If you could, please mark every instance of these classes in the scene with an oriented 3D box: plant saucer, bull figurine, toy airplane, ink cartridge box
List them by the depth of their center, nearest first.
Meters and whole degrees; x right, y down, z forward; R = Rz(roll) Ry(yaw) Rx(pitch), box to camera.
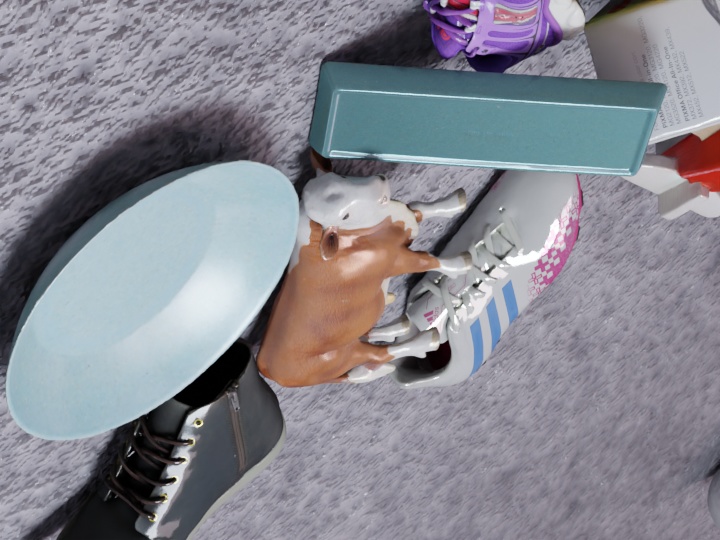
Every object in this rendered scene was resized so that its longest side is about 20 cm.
[{"bbox_3d":[-0.122,0.008,1.234,0.201,0.039,0.201,-34,152,-21],"label":"plant saucer"},{"bbox_3d":[0.073,-0.084,1.278,0.199,0.019,0.070,4,139,-7],"label":"plant saucer"},{"bbox_3d":[0.245,-0.149,1.343,0.199,0.084,0.145,-16,-170,19],"label":"ink cartridge box"},{"bbox_3d":[0.000,0.000,1.359,0.121,0.065,0.200,0,141,-23],"label":"bull figurine"},{"bbox_3d":[0.273,-0.105,1.540,0.200,0.198,0.142,52,50,-73],"label":"toy airplane"}]

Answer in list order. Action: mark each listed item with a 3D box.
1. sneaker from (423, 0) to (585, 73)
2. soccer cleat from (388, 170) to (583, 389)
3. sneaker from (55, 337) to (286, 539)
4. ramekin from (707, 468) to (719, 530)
[{"bbox_3d":[0.070,-0.156,1.237,0.083,0.081,0.200,-39,155,1],"label":"sneaker"},{"bbox_3d":[0.080,0.006,1.498,0.086,0.070,0.200,-15,142,-47],"label":"soccer cleat"},{"bbox_3d":[-0.134,0.125,1.366,0.200,0.075,0.106,-46,152,-19],"label":"sneaker"},{"bbox_3d":[0.457,0.222,2.250,0.202,0.202,0.095,-17,133,-44],"label":"ramekin"}]
